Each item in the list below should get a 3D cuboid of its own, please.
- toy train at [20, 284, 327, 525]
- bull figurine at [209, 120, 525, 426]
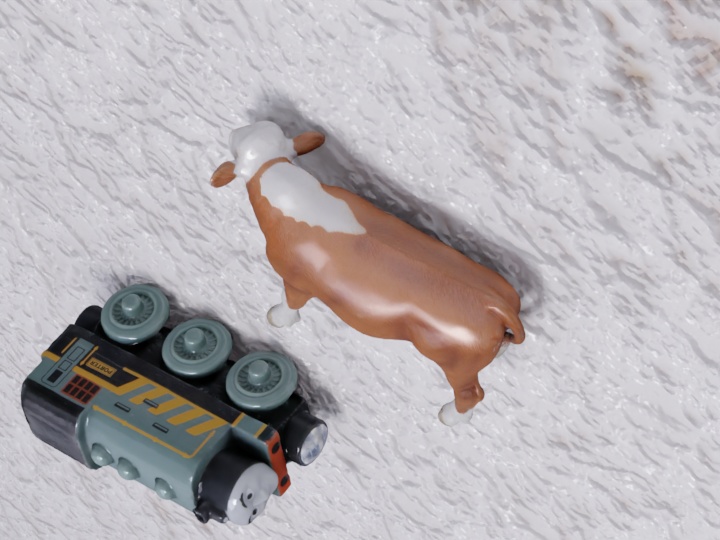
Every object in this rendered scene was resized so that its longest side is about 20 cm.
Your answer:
[{"bbox_3d":[-0.119,0.089,1.374,0.199,0.114,0.086,26,148,27],"label":"toy train"},{"bbox_3d":[0.000,0.000,1.160,0.199,0.065,0.122,34,154,19],"label":"bull figurine"}]
